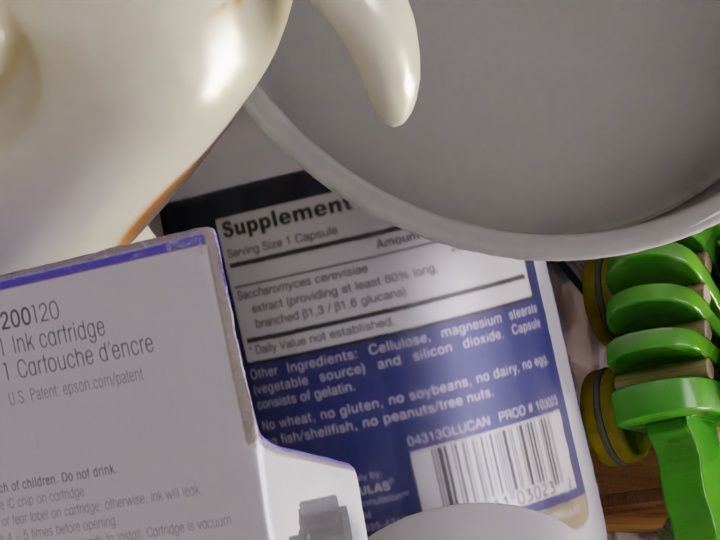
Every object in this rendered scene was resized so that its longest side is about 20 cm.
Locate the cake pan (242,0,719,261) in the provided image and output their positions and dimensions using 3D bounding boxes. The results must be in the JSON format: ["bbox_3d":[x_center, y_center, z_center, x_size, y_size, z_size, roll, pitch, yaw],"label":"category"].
[{"bbox_3d":[0.046,-0.096,0.790,0.199,0.037,0.201,2,75,-6],"label":"cake pan"}]

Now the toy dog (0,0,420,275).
[{"bbox_3d":[-0.086,-0.031,0.720,0.140,0.193,0.201,-83,-178,-54],"label":"toy dog"}]

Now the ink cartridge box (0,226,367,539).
[{"bbox_3d":[-0.082,0.103,0.669,0.043,0.197,0.201,-7,87,-56],"label":"ink cartridge box"}]

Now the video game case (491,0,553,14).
[{"bbox_3d":[-0.024,-0.166,0.830,0.199,0.018,0.144,16,74,-1],"label":"video game case"}]

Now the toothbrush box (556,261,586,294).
[{"bbox_3d":[0.105,-0.112,1.041,0.146,0.085,0.201,48,48,-32],"label":"toothbrush box"}]

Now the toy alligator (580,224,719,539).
[{"bbox_3d":[0.096,-0.008,0.890,0.054,0.059,0.201,46,39,-49],"label":"toy alligator"}]

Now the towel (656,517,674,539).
[{"bbox_3d":[0.128,0.156,0.850,0.200,0.148,0.037,-58,170,-27],"label":"towel"}]

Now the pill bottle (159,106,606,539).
[{"bbox_3d":[0.000,0.000,0.864,0.111,0.111,0.201,-13,91,-51],"label":"pill bottle"}]

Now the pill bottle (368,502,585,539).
[{"bbox_3d":[0.039,0.158,0.730,0.112,0.112,0.200,45,23,-35],"label":"pill bottle"}]

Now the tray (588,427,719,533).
[{"bbox_3d":[0.133,0.072,1.019,0.200,0.098,0.037,6,77,-50],"label":"tray"}]
